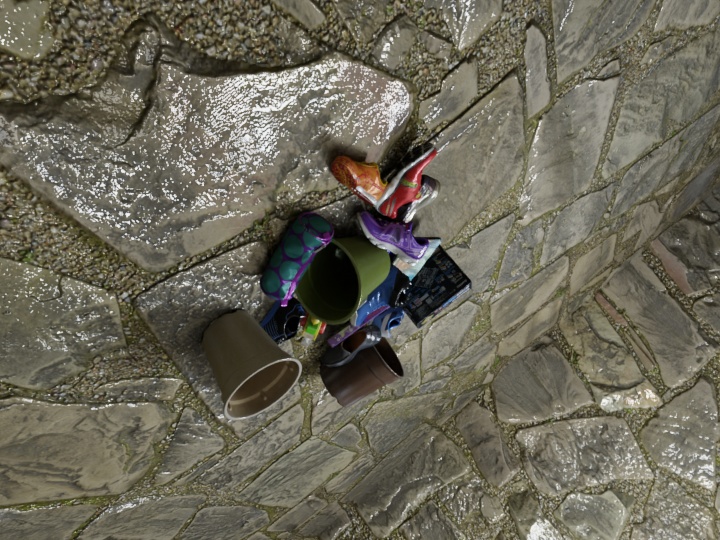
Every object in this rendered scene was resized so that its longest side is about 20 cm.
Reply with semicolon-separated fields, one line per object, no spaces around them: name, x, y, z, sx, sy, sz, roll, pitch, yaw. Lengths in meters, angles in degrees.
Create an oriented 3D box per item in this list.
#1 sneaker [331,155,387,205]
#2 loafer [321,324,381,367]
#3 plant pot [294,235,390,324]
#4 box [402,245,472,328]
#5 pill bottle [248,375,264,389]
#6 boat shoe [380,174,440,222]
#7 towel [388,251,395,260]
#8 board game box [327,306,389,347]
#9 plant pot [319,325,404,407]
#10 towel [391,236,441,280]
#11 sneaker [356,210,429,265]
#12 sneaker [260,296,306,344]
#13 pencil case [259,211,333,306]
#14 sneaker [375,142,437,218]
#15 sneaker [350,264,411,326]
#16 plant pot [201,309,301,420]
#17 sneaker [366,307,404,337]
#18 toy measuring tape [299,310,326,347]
sneaker;-0.003;-0.204;1.434;0.078;0.072;0.200;-62;157;-1
loafer;-0.037;0.209;1.915;0.199;0.074;0.072;-36;159;22
plant pot;-0.028;-0.001;1.583;0.189;0.200;0.201;-23;151;-53
box;0.191;0.041;1.927;0.199;0.159;0.046;-37;156;-8
pill bottle;-0.273;0.278;1.717;0.115;0.117;0.201;-31;160;-16
boat shoe;0.101;-0.156;1.626;0.199;0.073;0.064;-39;131;24
towel;0.056;-0.007;1.803;0.146;0.050;0.202;-12;141;-45
board game box;0.002;0.133;1.876;0.199;0.033;0.120;-36;178;12
plant pot;-0.005;0.288;2.024;0.197;0.202;0.200;-37;154;10
towel;0.119;-0.010;1.804;0.145;0.022;0.201;-5;138;-48
sneaker;0.077;-0.093;1.598;0.198;0.081;0.084;28;115;-25
sneaker;-0.200;0.149;1.671;0.069;0.078;0.201;-7;137;-47
pencil case;-0.140;-0.026;1.475;0.084;0.093;0.201;-3;136;-50
sneaker;0.111;-0.200;1.531;0.200;0.084;0.077;-47;-164;28
sneaker;0.057;0.081;1.749;0.202;0.110;0.077;-61;173;21
plant pot;-0.263;0.201;1.550;0.199;0.184;0.202;-30;151;-19
sneaker;0.100;0.113;1.975;0.201;0.081;0.074;-52;154;-23
toy measuring tape;-0.127;0.145;1.792;0.073;0.074;0.200;-29;167;-21
